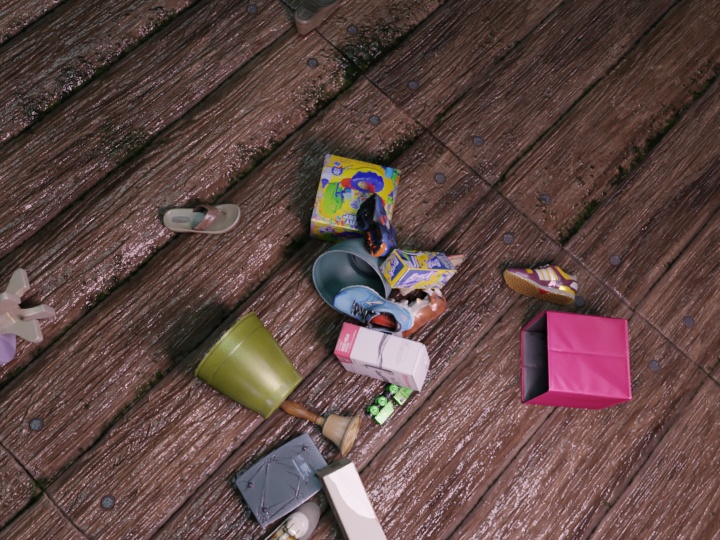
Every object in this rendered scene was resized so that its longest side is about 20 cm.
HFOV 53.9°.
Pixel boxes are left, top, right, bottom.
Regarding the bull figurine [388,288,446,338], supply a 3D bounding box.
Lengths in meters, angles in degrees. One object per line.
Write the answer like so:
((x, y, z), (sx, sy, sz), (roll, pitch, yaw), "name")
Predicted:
((0.130, 0.107, 1.773), (0.200, 0.122, 0.065), (-33, 34, -23), "bull figurine")

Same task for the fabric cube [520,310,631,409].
((0.515, 0.221, 1.718), (0.198, 0.196, 0.201), (5, 70, -4), "fabric cube")

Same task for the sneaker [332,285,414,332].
((0.023, 0.092, 1.647), (0.199, 0.090, 0.079), (16, 110, 19), "sneaker")

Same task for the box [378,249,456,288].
((0.139, -0.002, 1.694), (0.200, 0.070, 0.064), (3, 44, -48), "box")

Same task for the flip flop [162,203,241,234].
((-0.407, -0.138, 1.818), (0.199, 0.058, 0.081), (-1, 71, -6), "flip flop")

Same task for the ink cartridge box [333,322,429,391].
((0.053, 0.205, 1.675), (0.199, 0.146, 0.085), (12, 69, 17), "ink cartridge box")

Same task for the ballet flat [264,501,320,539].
((-0.166, 0.600, 1.588), (0.200, 0.064, 0.067), (-40, 79, -17), "ballet flat")

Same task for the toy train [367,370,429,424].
((0.095, 0.295, 1.733), (0.056, 0.042, 0.200), (45, 72, 0), "toy train")

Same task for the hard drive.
((-0.174, 0.482, 1.638), (0.200, 0.042, 0.135), (-31, 77, -16), "hard drive")

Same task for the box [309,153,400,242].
((-0.015, -0.172, 1.838), (0.199, 0.122, 0.193), (11, 71, -2), "box")

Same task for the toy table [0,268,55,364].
((-0.811, 0.103, 1.644), (0.117, 0.184, 0.201), (-24, 83, 4), "toy table")

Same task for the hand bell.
((-0.108, 0.353, 1.681), (0.199, 0.104, 0.104), (20, 70, 15), "hand bell")

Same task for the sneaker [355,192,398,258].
((0.043, -0.104, 1.713), (0.078, 0.075, 0.201), (28, 41, -37), "sneaker")

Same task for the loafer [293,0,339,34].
((-0.132, -0.754, 2.056), (0.076, 0.067, 0.200), (40, 56, 5), "loafer")

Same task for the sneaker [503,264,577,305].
((0.470, 0.020, 1.854), (0.199, 0.075, 0.090), (21, 62, -5), "sneaker")

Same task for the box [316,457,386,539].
((-0.020, 0.532, 1.590), (0.078, 0.095, 0.201), (-23, 89, -16), "box")

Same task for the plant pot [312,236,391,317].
((0.000, 0.000, 1.758), (0.200, 0.201, 0.134), (33, 44, 6), "plant pot")

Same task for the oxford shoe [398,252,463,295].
((0.180, 0.006, 1.837), (0.199, 0.071, 0.074), (-18, 100, -13), "oxford shoe")

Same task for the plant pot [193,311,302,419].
((-0.245, 0.234, 1.640), (0.193, 0.200, 0.200), (42, 72, 4), "plant pot")
